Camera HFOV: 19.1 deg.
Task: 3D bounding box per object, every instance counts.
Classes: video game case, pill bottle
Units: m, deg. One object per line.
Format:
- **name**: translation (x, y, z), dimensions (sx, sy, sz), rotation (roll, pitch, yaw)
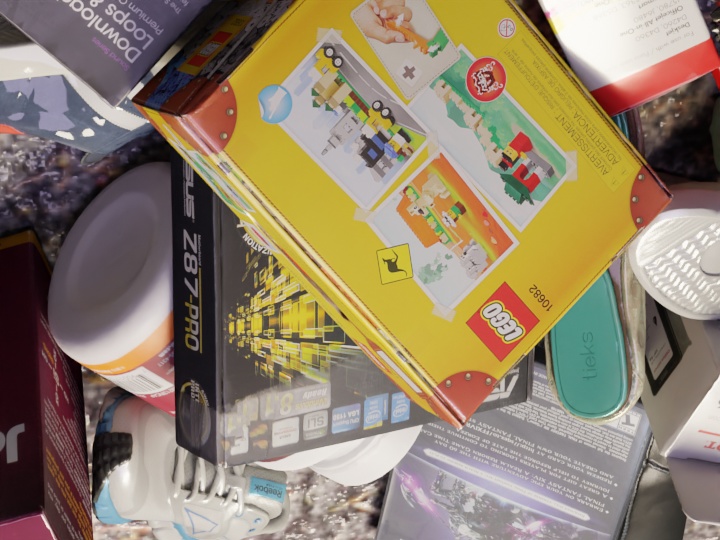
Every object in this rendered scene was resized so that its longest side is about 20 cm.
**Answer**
- **video game case**: translation (0.088, 0.124, 1.260), dimensions (0.142, 0.019, 0.201), rotation (22, 131, 12)
- **pill bottle**: translation (-0.059, 0.036, 1.133), dimensions (0.113, 0.113, 0.200), rotation (-38, 130, 23)

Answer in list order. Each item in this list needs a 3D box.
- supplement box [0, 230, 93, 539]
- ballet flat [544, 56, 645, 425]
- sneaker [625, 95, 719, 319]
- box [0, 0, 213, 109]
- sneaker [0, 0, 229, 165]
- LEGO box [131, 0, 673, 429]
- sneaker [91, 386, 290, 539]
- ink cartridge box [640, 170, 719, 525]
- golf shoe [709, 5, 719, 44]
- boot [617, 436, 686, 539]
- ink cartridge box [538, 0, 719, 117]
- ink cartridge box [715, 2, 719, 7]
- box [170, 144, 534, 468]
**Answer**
- **supplement box**: translation (-0.201, 0.087, 1.087), dimensions (0.110, 0.201, 0.086), rotation (-15, 134, 3)
- **ballet flat**: translation (0.116, -0.021, 1.092), dimensions (0.067, 0.062, 0.202), rotation (4, 109, 18)
- **sneaker**: translation (0.187, -0.040, 1.102), dimensions (0.200, 0.119, 0.074), rotation (7, 137, -43)
- **box**: translation (-0.097, -0.188, 0.922), dimensions (0.143, 0.036, 0.200), rotation (40, 108, -16)
- **sneaker**: translation (-0.102, -0.094, 1.031), dimensions (0.198, 0.075, 0.085), rotation (-1, 133, 1)
- **LEGO box**: translation (0.021, -0.054, 0.970), dimensions (0.149, 0.077, 0.200), rotation (-45, 111, -8)
- **sneaker**: translation (-0.087, 0.111, 1.176), dimensions (0.086, 0.076, 0.200), rotation (4, 169, 15)
- **ink cartridge box**: translation (0.207, 0.045, 1.139), dimensions (0.115, 0.201, 0.068), rotation (11, 130, -22)
- **golf shoe**: translation (0.224, -0.102, 1.020), dimensions (0.092, 0.073, 0.200), rotation (-28, 173, 10)
- **boot**: translation (0.196, 0.120, 1.298), dimensions (0.197, 0.074, 0.163), rotation (4, 130, -7)
- **ink cartridge box**: translation (0.105, -0.155, 0.986), dimensions (0.067, 0.117, 0.200), rotation (-24, 133, 9)
- **ink cartridge box**: translation (0.251, -0.174, 1.052), dimensions (0.173, 0.044, 0.200), rotation (-28, 132, 12)
- **box**: translation (0.000, 0.000, 1.067), dimensions (0.199, 0.049, 0.162), rotation (-8, 108, -35)
